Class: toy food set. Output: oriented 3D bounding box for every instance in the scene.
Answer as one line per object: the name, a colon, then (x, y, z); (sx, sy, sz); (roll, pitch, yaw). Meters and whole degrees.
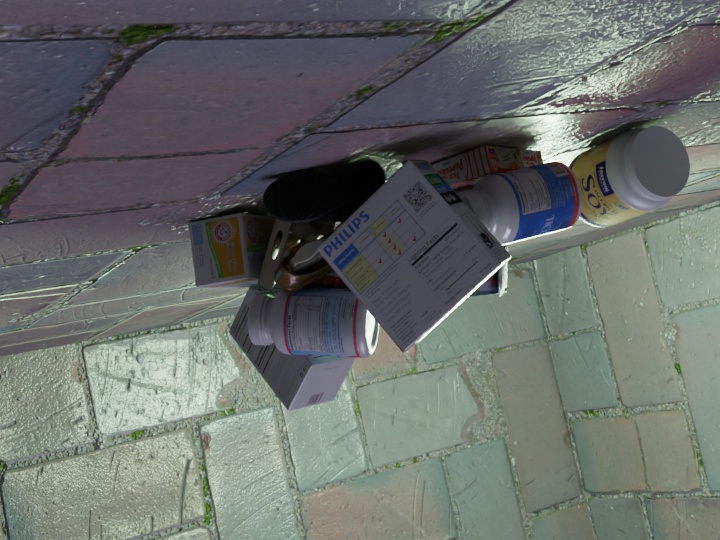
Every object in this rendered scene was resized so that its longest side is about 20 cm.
toy food set: (-0.099, -0.038, 1.776); (0.060, 0.145, 0.200); (17, -175, 20)

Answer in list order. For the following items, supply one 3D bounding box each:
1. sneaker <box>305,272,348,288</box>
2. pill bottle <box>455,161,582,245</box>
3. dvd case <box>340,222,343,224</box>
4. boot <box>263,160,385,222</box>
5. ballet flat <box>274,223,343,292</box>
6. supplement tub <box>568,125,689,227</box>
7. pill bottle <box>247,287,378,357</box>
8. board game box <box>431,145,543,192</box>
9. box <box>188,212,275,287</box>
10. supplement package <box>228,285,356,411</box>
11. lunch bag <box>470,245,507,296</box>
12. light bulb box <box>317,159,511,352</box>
sneaker: (0.000, 0.000, 1.732); (0.197, 0.083, 0.078); (7, 157, -3)
pill bottle: (0.242, -0.101, 1.662); (0.198, 0.114, 0.112); (-14, 176, -24)
dvd case: (0.004, -0.068, 1.816); (0.145, 0.022, 0.201); (-6, 135, -58)
boot: (-0.054, -0.109, 1.603); (0.196, 0.074, 0.162); (-16, 175, -10)
ballet flat: (-0.051, -0.035, 1.676); (0.198, 0.068, 0.073); (-27, 156, -16)
supplement tub: (0.466, -0.165, 1.846); (0.144, 0.147, 0.200); (-10, 174, -23)
pill bottle: (-0.076, 0.082, 1.695); (0.197, 0.110, 0.109); (1, 178, 14)
board game box: (0.199, -0.163, 1.762); (0.150, 0.047, 0.199); (-17, 173, 36)
box: (-0.199, -0.032, 1.801); (0.100, 0.114, 0.200); (-9, 177, 20)
supplement package: (-0.120, 0.128, 1.831); (0.113, 0.200, 0.110); (-5, 134, -45)
lunch bag: (0.192, -0.041, 1.851); (0.198, 0.172, 0.126); (0, -176, -42)
light bulb box: (0.081, -0.026, 1.551); (0.198, 0.200, 0.125); (-42, 174, 15)
